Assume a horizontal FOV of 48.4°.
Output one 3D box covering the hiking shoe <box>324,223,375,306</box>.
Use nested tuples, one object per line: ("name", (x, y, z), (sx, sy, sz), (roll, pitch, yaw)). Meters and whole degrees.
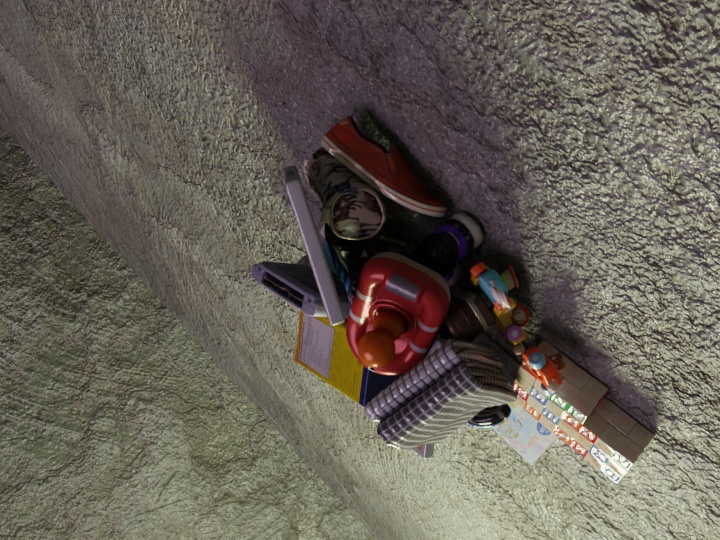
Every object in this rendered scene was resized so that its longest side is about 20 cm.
("hiking shoe", (0.000, 0.000, 1.236), (0.087, 0.074, 0.200), (180, 71, -80))

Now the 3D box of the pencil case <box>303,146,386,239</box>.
("pencil case", (-0.029, -0.117, 1.157), (0.089, 0.078, 0.200), (12, -158, -21))

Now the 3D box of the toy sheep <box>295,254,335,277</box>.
("toy sheep", (-0.070, 0.027, 1.502), (0.138, 0.138, 0.200), (46, 155, 5))

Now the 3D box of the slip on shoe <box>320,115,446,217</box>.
("slip on shoe", (0.040, -0.141, 1.107), (0.200, 0.061, 0.074), (37, -167, 1))

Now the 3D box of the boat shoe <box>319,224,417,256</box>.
("boat shoe", (0.017, -0.048, 1.306), (0.200, 0.064, 0.071), (27, -175, 38))

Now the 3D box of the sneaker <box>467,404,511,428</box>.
("sneaker", (0.158, 0.180, 1.299), (0.200, 0.071, 0.083), (42, 163, 33))

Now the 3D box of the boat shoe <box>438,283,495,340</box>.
("boat shoe", (0.137, 0.066, 1.185), (0.075, 0.075, 0.202), (57, 177, 2))

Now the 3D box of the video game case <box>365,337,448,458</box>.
("video game case", (0.073, 0.184, 1.342), (0.182, 0.022, 0.201), (25, 112, 54))

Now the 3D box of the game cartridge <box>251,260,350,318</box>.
("game cartridge", (-0.077, 0.033, 1.332), (0.200, 0.133, 0.041), (28, 111, 48))

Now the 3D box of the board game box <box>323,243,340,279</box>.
("board game box", (0.038, 0.032, 1.347), (0.200, 0.045, 0.152), (27, 175, 41))

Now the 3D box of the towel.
("towel", (0.123, 0.185, 1.151), (0.200, 0.166, 0.086), (20, -147, -58))

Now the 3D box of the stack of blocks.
("stack of blocks", (0.320, 0.206, 1.167), (0.200, 0.059, 0.115), (39, 156, 22))

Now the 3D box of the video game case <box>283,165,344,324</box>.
("video game case", (-0.068, -0.041, 1.128), (0.182, 0.022, 0.200), (-115, 7, -76))

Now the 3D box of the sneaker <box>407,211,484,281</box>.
("sneaker", (0.098, -0.011, 1.160), (0.070, 0.099, 0.200), (47, 158, 8))

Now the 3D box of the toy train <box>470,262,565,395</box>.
("toy train", (0.222, 0.069, 1.092), (0.200, 0.056, 0.150), (59, 176, -30))

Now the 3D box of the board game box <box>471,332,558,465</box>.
("board game box", (0.247, 0.218, 1.344), (0.199, 0.041, 0.200), (43, 158, 17))

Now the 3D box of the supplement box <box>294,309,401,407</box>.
("supplement box", (-0.007, 0.129, 1.325), (0.200, 0.109, 0.109), (26, 114, 47))

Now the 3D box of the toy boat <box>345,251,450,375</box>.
("toy boat", (0.037, 0.081, 1.104), (0.130, 0.131, 0.200), (25, 140, 9))
